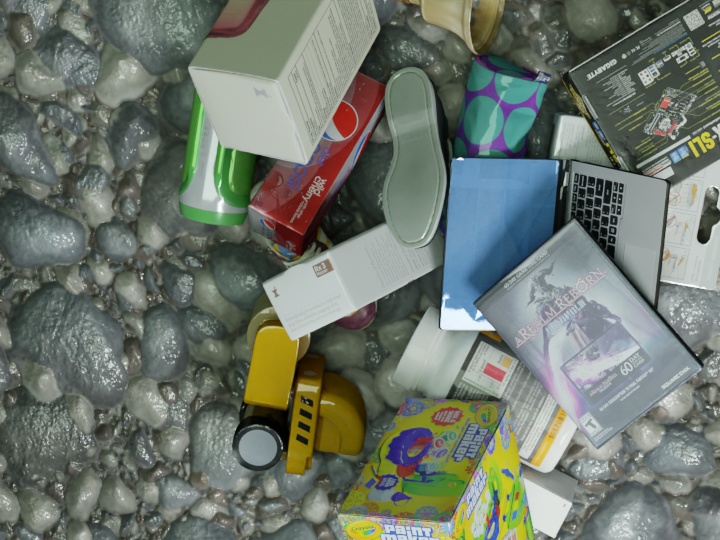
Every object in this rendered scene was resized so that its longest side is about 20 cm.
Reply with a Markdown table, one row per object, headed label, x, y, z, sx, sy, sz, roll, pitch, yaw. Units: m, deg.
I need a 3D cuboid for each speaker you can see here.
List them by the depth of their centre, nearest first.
| label | x | y | z | sx | sy | sz | roll | pitch | yaw |
| --- | --- | --- | --- | --- | --- | --- | --- | --- | --- |
| speaker | -0.150 | -0.155 | 1.727 | 0.088 | 0.088 | 0.201 | 11 | 101 | 10 |

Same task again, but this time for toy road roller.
| label | x | y | z | sx | sy | sz | roll | pitch | yaw |
| --- | --- | --- | --- | --- | --- | --- | --- | --- | --- |
| toy road roller | -0.060 | 0.129 | 1.740 | 0.145 | 0.123 | 0.201 | 8 | 106 | -2 |

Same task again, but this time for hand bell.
| label | x | y | z | sx | sy | sz | roll | pitch | yaw |
| --- | --- | --- | --- | --- | --- | --- | --- | --- | --- |
| hand bell | 0.046 | -0.299 | 1.677 | 0.199 | 0.104 | 0.105 | 13 | 102 | 23 |

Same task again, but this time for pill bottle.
| label | x | y | z | sx | sy | sz | roll | pitch | yaw |
| --- | --- | --- | --- | --- | --- | --- | --- | --- | --- |
| pill bottle | 0.143 | 0.126 | 1.694 | 0.199 | 0.116 | 0.117 | 28 | 103 | 6 |

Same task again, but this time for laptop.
| label | x | y | z | sx | sy | sz | roll | pitch | yaw |
| --- | --- | --- | --- | --- | --- | --- | --- | --- | --- |
| laptop | 0.197 | -0.013 | 1.605 | 0.199 | 0.116 | 0.188 | 17 | 110 | 43 |

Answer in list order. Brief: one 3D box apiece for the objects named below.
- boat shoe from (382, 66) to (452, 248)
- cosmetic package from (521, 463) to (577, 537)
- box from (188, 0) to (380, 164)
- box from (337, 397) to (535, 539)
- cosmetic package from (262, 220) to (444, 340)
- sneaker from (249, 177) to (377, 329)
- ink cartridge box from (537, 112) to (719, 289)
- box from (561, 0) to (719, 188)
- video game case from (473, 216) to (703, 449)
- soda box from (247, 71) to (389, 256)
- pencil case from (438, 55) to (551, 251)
| label | x | y | z | sx | sy | sz | roll | pitch | yaw |
| --- | --- | --- | --- | --- | --- | --- | --- | --- | --- |
| boat shoe | 0.066 | -0.114 | 1.654 | 0.075 | 0.060 | 0.201 | -4 | 73 | 25 |
| cosmetic package | 0.139 | 0.219 | 1.728 | 0.199 | 0.083 | 0.051 | 27 | 103 | 7 |
| box | -0.075 | -0.232 | 1.618 | 0.108 | 0.128 | 0.201 | 13 | 58 | 24 |
| box | 0.086 | 0.267 | 1.599 | 0.121 | 0.200 | 0.194 | 1 | 120 | 25 |
| cosmetic package | 0.000 | 0.000 | 1.650 | 0.101 | 0.200 | 0.074 | -26 | 92 | 39 |
| sneaker | -0.058 | -0.014 | 1.728 | 0.075 | 0.090 | 0.200 | -37 | 89 | 15 |
| ink cartridge box | 0.293 | -0.074 | 1.675 | 0.199 | 0.057 | 0.164 | 9 | 101 | -4 |
| box | 0.333 | -0.186 | 1.615 | 0.199 | 0.049 | 0.160 | -31 | 93 | 0 |
| video game case | 0.232 | 0.065 | 1.599 | 0.143 | 0.019 | 0.200 | -41 | 89 | 21 |
| soda box | -0.044 | -0.120 | 1.672 | 0.070 | 0.063 | 0.201 | 28 | 70 | 6 |
| pencil case | 0.142 | -0.124 | 1.671 | 0.092 | 0.085 | 0.201 | 5 | 105 | -33 |
